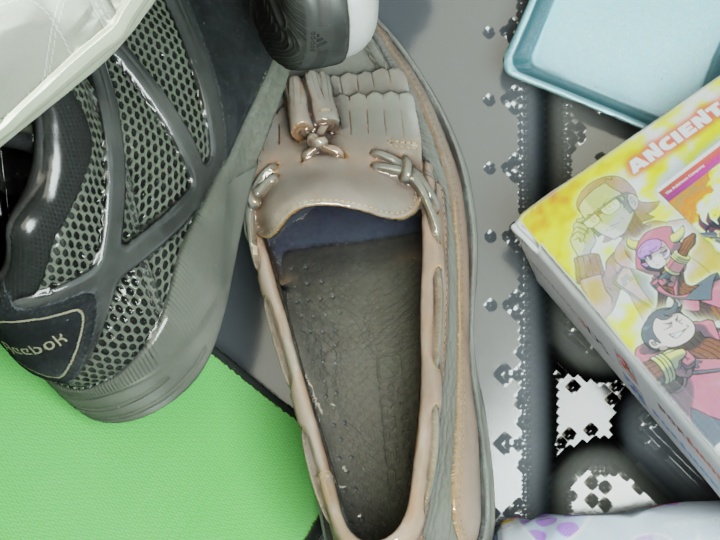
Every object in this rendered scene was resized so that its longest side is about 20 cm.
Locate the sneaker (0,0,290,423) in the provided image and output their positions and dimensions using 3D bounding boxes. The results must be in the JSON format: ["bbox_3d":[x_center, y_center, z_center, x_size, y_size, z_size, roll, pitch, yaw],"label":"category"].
[{"bbox_3d":[-0.080,-0.067,0.734,0.076,0.114,0.200,-6,59,33],"label":"sneaker"}]

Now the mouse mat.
[{"bbox_3d":[-0.110,0.050,0.728,0.200,0.008,0.161,37,47,-3],"label":"mouse mat"}]

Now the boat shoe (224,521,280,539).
[{"bbox_3d":[-0.067,0.175,0.761,0.068,0.072,0.200,35,77,7],"label":"boat shoe"}]

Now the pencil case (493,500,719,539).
[{"bbox_3d":[0.134,0.114,0.747,0.199,0.083,0.091,-2,70,2],"label":"pencil case"}]

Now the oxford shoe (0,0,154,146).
[{"bbox_3d":[-0.110,-0.070,0.650,0.075,0.058,0.200,38,82,28],"label":"oxford shoe"}]

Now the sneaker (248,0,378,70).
[{"bbox_3d":[0.021,-0.138,0.740,0.115,0.076,0.201,-1,46,-3],"label":"sneaker"}]

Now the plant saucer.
[{"bbox_3d":[0.114,-0.142,0.803,0.070,0.019,0.201,22,87,3],"label":"plant saucer"}]

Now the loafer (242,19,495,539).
[{"bbox_3d":[0.000,0.000,0.753,0.072,0.063,0.201,-14,73,9],"label":"loafer"}]

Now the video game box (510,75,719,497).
[{"bbox_3d":[0.175,-0.003,0.729,0.200,0.047,0.182,-34,57,-5],"label":"video game box"}]
